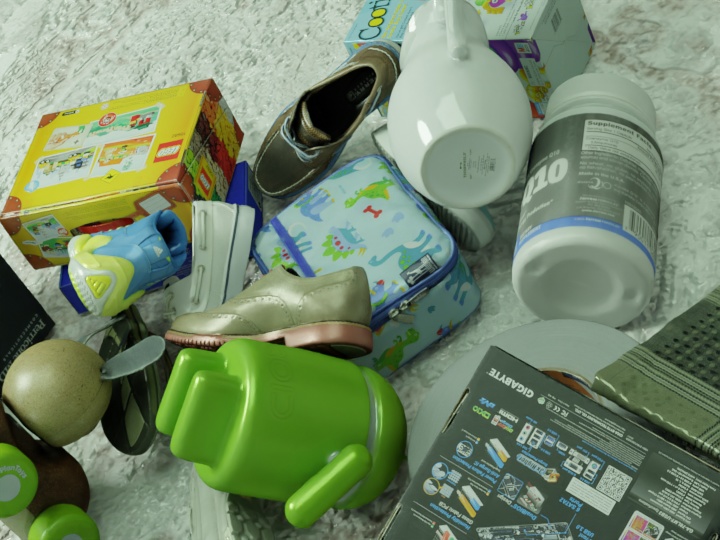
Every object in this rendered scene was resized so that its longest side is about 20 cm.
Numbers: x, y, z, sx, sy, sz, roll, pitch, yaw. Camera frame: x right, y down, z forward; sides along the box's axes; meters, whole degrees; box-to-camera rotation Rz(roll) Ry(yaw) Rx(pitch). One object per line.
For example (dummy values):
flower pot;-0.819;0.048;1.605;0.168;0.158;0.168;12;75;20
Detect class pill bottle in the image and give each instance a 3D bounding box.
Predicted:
pill bottle;0.189;-0.060;1.301;0.113;0.114;0.201;-8;45;23

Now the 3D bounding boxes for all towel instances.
towel;0.291;0.085;1.108;0.192;0.035;0.200;-30;46;-33

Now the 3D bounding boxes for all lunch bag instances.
lunch bag;0.000;0.000;1.376;0.160;0.083;0.200;-34;40;1

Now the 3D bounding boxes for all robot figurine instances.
robot figurine;-0.051;0.119;1.217;0.175;0.199;0.116;39;112;61

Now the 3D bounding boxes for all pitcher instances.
pitcher;0.079;-0.163;1.335;0.120;0.172;0.201;-6;39;1

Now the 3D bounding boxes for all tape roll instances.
tape roll;0.138;0.133;1.177;0.199;0.066;0.201;-15;44;15

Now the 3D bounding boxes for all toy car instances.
toy car;-0.248;0.121;1.330;0.200;0.158;0.164;-47;35;-14

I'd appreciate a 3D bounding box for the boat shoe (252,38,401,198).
boat shoe;-0.041;-0.139;1.484;0.200;0.072;0.072;-47;-4;26

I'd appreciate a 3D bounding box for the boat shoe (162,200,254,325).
boat shoe;-0.141;0.028;1.398;0.069;0.071;0.201;12;67;-9

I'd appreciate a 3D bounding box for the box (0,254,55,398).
box;-0.420;0.052;1.471;0.117;0.200;0.197;10;55;37

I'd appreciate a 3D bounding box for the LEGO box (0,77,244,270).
LEGO box;-0.227;-0.092;1.531;0.199;0.077;0.150;-9;44;22

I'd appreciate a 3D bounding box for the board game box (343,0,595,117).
board game box;0.104;-0.216;1.509;0.199;0.103;0.105;4;52;32

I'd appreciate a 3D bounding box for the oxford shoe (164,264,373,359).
oxford shoe;-0.072;0.035;1.293;0.199;0.070;0.075;-4;74;31

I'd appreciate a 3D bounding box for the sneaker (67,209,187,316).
sneaker;-0.198;-0.008;1.400;0.105;0.076;0.200;-26;13;-5

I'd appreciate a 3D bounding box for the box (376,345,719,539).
box;0.124;0.183;1.060;0.199;0.050;0.199;28;86;22

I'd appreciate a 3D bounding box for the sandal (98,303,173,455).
sandal;-0.192;0.090;1.408;0.080;0.057;0.201;-59;24;20

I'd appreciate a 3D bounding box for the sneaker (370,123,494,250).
sneaker;0.080;-0.096;1.428;0.082;0.074;0.200;-36;43;-2

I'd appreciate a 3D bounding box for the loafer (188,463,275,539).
loafer;-0.110;0.189;1.260;0.070;0.070;0.200;-51;24;21

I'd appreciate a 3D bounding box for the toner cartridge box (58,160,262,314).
toner cartridge box;-0.192;-0.032;1.543;0.199;0.043;0.095;-18;41;13
